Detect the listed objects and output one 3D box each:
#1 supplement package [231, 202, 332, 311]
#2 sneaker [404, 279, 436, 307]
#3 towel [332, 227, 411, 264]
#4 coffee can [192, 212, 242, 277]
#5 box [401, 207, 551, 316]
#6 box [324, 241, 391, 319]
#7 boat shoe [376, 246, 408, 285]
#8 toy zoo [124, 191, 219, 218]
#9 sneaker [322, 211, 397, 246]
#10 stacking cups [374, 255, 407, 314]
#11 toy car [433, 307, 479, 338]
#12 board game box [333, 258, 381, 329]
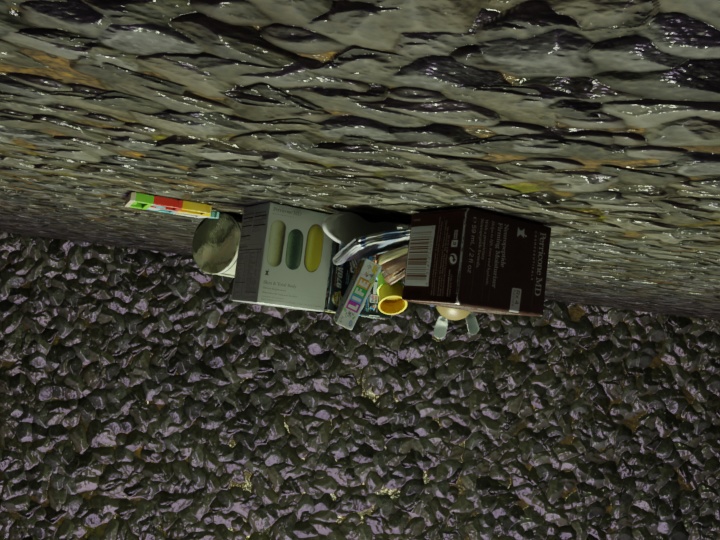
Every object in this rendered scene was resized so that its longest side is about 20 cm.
[{"bbox_3d":[-0.160,-0.025,1.571,0.152,0.200,0.151,9,175,-28],"label":"supplement package"},{"bbox_3d":[0.173,0.017,1.532,0.199,0.115,0.081,-11,135,21],"label":"sneaker"},{"bbox_3d":[0.055,-0.051,1.477,0.200,0.024,0.147,-11,170,-25],"label":"towel"},{"bbox_3d":[-0.282,-0.051,1.830,0.146,0.147,0.200,5,175,32],"label":"coffee can"},{"bbox_3d":[0.205,-0.012,1.355,0.200,0.166,0.164,9,175,-31],"label":"box"},{"bbox_3d":[0.000,0.000,1.662,0.159,0.200,0.046,8,173,-26],"label":"box"},{"bbox_3d":[0.133,-0.024,1.492,0.200,0.068,0.072,-18,173,9],"label":"boat shoe"},{"bbox_3d":[-0.409,-0.140,1.670,0.200,0.021,0.131,8,176,-21],"label":"toy zoo"},{"bbox_3d":[-0.024,-0.075,1.541,0.099,0.071,0.200,-3,174,43],"label":"sneaker"},{"bbox_3d":[0.058,-0.006,1.574,0.060,0.200,0.061,-3,140,-2],"label":"stacking cups"},{"bbox_3d":[0.221,0.059,1.801,0.164,0.200,0.158,-7,-172,3],"label":"toy car"},{"bbox_3d":[-0.009,0.046,1.510,0.034,0.135,0.200,25,177,-3],"label":"board game box"}]
